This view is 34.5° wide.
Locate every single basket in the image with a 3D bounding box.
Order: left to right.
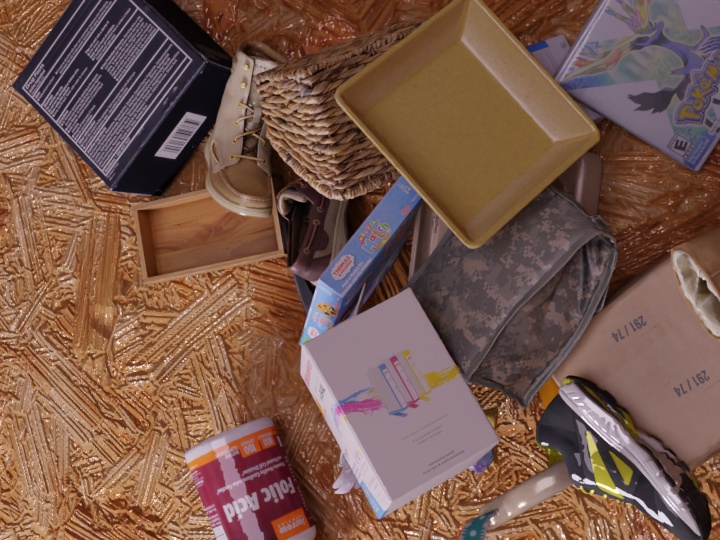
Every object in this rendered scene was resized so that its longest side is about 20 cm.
[{"bbox_3d":[-0.003,-0.174,1.268,0.142,0.199,0.150,8,121,57],"label":"basket"}]

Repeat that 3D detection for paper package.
[{"bbox_3d":[0.320,0.097,1.182,0.200,0.103,0.191,-41,74,19],"label":"paper package"}]

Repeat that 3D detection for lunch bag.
[{"bbox_3d":[0.160,0.005,1.178,0.200,0.117,0.164,-55,38,12],"label":"lunch bag"}]

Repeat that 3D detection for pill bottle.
[{"bbox_3d":[-0.120,0.285,1.363,0.114,0.114,0.201,-27,81,21],"label":"pill bottle"}]

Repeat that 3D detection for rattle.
[{"bbox_3d":[0.153,0.203,1.224,0.199,0.130,0.143,-28,92,2],"label":"rattle"}]

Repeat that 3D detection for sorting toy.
[{"bbox_3d":[0.160,-0.046,1.288,0.199,0.036,0.186,8,94,18],"label":"sorting toy"}]

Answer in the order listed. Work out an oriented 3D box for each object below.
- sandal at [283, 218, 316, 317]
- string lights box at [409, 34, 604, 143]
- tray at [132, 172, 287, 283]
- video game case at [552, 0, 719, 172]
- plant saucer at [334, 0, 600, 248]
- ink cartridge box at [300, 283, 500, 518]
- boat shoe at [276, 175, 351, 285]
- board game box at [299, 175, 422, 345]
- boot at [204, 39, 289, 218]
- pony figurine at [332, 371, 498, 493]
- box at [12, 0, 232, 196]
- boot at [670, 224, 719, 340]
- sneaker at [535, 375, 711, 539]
[{"bbox_3d":[-0.045,0.031,1.359,0.048,0.075,0.201,-18,91,0],"label":"sandal"},{"bbox_3d":[0.145,-0.165,1.210,0.199,0.059,0.103,-21,79,-23],"label":"string lights box"},{"bbox_3d":[-0.182,-0.050,1.426,0.199,0.037,0.099,-11,86,22],"label":"tray"},{"bbox_3d":[0.323,-0.231,1.182,0.182,0.022,0.201,30,103,-5],"label":"video game case"},{"bbox_3d":[0.101,-0.142,1.130,0.200,0.048,0.200,-40,85,-24],"label":"plant saucer"},{"bbox_3d":[0.027,0.123,1.160,0.125,0.129,0.201,-27,75,-13],"label":"ink cartridge box"},{"bbox_3d":[-0.058,-0.079,1.316,0.072,0.072,0.201,-30,50,46],"label":"boat shoe"},{"bbox_3d":[0.000,0.000,1.235,0.037,0.200,0.151,36,67,5],"label":"board game box"},{"bbox_3d":[-0.122,-0.163,1.317,0.072,0.200,0.156,12,118,-20],"label":"boot"},{"bbox_3d":[0.054,0.161,1.282,0.199,0.167,0.194,7,78,13],"label":"pony figurine"},{"bbox_3d":[-0.278,-0.232,1.416,0.198,0.123,0.200,45,105,15],"label":"box"},{"bbox_3d":[0.377,-0.052,1.113,0.199,0.066,0.176,-26,78,-22],"label":"boot"},{"bbox_3d":[0.253,0.194,1.124,0.200,0.074,0.085,49,113,25],"label":"sneaker"}]
